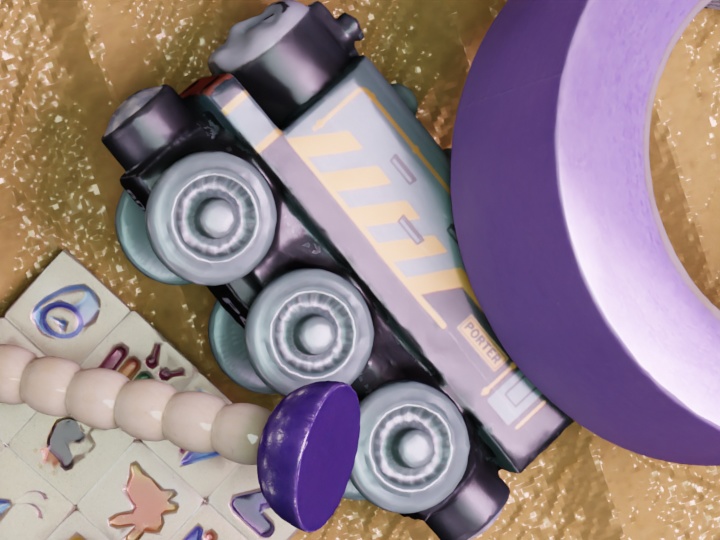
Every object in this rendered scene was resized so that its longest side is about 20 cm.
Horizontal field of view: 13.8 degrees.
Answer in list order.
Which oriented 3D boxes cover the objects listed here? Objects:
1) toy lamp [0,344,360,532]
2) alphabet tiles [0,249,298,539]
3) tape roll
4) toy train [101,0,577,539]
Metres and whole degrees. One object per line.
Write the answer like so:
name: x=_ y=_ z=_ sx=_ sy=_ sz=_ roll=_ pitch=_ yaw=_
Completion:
toy lamp: x=-0.099 y=0.041 z=1.017 sx=0.200 sy=0.058 sz=0.058 roll=15 pitch=97 yaw=21
alphabet tiles: x=-0.090 y=0.120 z=1.077 sx=0.200 sy=0.008 sz=0.167 roll=43 pitch=85 yaw=-7
tape roll: x=0.138 y=-0.033 z=1.027 sx=0.200 sy=0.085 sz=0.200 roll=2 pitch=85 yaw=-22
toy train: x=0.000 y=0.000 z=1.052 sx=0.114 sy=0.085 sz=0.200 roll=-42 pitch=99 yaw=-12
